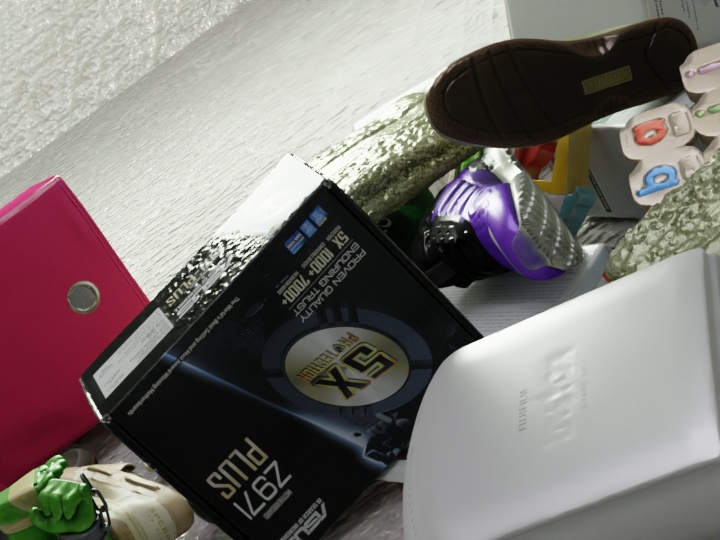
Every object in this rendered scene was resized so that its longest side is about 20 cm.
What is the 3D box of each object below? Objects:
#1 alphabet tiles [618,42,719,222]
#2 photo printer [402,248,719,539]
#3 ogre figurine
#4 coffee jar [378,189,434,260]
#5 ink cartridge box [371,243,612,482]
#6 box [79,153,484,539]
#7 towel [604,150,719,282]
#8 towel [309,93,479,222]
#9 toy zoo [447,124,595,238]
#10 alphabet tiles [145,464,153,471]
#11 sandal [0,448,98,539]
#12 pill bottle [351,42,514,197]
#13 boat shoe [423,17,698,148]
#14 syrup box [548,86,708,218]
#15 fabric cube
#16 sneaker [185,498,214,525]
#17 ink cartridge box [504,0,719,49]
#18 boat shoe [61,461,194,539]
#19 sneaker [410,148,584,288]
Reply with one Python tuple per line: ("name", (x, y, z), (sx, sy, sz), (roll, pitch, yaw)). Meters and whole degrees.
("alphabet tiles", (0.261, -0.076, 1.028), (0.194, 0.015, 0.201), (-18, 47, 14))
("photo printer", (0.110, 0.090, 0.872), (0.199, 0.070, 0.167), (-25, 34, 26))
("ogre figurine", (-0.224, 0.202, 1.121), (0.199, 0.121, 0.098), (-24, 15, 23))
("coffee jar", (0.000, 0.000, 1.274), (0.103, 0.086, 0.200), (2, 27, 7))
("ink cartridge box", (0.074, 0.071, 1.100), (0.162, 0.050, 0.201), (-4, 46, 56))
("box", (-0.047, 0.059, 1.046), (0.200, 0.164, 0.086), (-46, 24, -3))
("towel", (0.249, -0.033, 0.959), (0.200, 0.037, 0.148), (-40, 42, -7))
("towel", (0.013, -0.078, 1.223), (0.199, 0.037, 0.148), (-34, 18, -24))
("toy zoo", (0.117, -0.056, 1.233), (0.200, 0.020, 0.133), (8, 88, 65))
("alphabet tiles", (-0.092, 0.090, 1.342), (0.195, 0.015, 0.200), (-35, 17, -2))
("sandal", (-0.276, 0.197, 1.333), (0.081, 0.055, 0.200), (-20, 22, 36))
("pill bottle", (0.102, -0.129, 1.437), (0.199, 0.115, 0.114), (-31, 17, 7))
("boat shoe", (0.129, -0.125, 1.138), (0.198, 0.072, 0.076), (-11, 8, -17))
("syrup box", (0.216, -0.090, 1.190), (0.079, 0.082, 0.200), (-38, 19, -19))
("fabric cube", (-0.306, 0.056, 1.489), (0.199, 0.197, 0.200), (-37, 10, -17))
("sneaker", (-0.054, 0.083, 1.175), (0.200, 0.074, 0.089), (-49, 5, 0))
("ink cartridge box", (0.234, -0.202, 1.313), (0.199, 0.085, 0.144), (-10, -1, -40))
("boat shoe", (-0.182, 0.176, 1.216), (0.064, 0.072, 0.199), (-31, 20, -26))
("sneaker", (0.082, -0.019, 1.100), (0.099, 0.070, 0.200), (-37, 13, 8))
